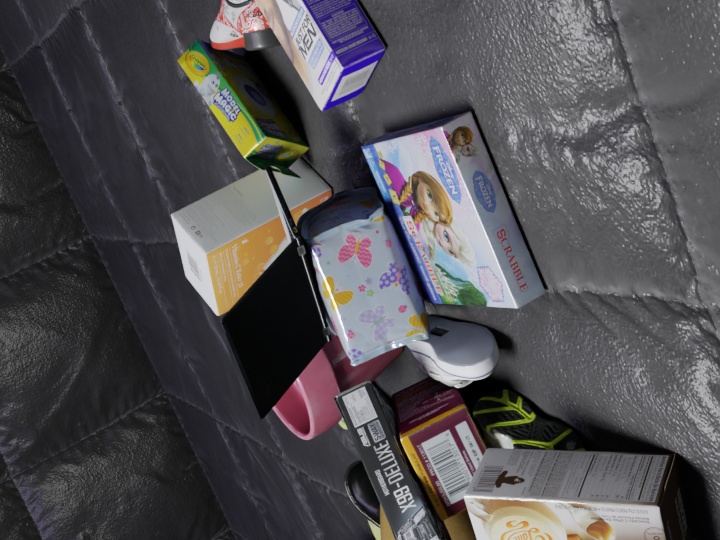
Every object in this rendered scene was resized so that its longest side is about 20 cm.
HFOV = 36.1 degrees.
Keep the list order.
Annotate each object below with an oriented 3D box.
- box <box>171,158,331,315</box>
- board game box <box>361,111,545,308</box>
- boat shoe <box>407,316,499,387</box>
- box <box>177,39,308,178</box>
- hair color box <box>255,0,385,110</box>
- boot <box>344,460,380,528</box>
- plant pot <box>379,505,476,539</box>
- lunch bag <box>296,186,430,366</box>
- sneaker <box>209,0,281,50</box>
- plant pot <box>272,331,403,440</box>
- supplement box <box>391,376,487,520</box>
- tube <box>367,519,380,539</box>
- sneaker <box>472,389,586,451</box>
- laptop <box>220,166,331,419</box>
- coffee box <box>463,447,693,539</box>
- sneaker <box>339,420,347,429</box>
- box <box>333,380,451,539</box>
[{"bbox_3d":[-0.142,-0.051,1.509,0.097,0.199,0.125,45,154,35],"label":"box"},{"bbox_3d":[0.094,-0.059,1.182,0.202,0.041,0.199,65,159,-10],"label":"board game box"},{"bbox_3d":[0.115,0.103,1.308,0.066,0.073,0.200,63,169,-16],"label":"boat shoe"},{"bbox_3d":[-0.148,-0.209,1.459,0.201,0.048,0.117,56,-159,16],"label":"box"},{"bbox_3d":[-0.059,-0.291,1.220,0.201,0.064,0.109,60,159,8],"label":"hair color box"},{"bbox_3d":[0.059,0.364,1.717,0.211,0.079,0.158,44,161,15],"label":"boot"},{"bbox_3d":[0.101,0.372,1.537,0.186,0.185,0.202,138,114,-68],"label":"plant pot"},{"bbox_3d":[0.000,0.000,1.339,0.200,0.126,0.171,-95,-15,-74],"label":"lunch bag"},{"bbox_3d":[-0.147,-0.333,1.375,0.201,0.067,0.109,-153,51,-65],"label":"sneaker"},{"bbox_3d":[-0.047,0.103,1.510,0.200,0.178,0.201,47,154,32],"label":"plant pot"},{"bbox_3d":[0.101,0.203,1.329,0.111,0.085,0.200,64,-178,-8],"label":"supplement box"},{"bbox_3d":[0.041,0.445,1.911,0.201,0.051,0.058,77,-165,-46],"label":"tube"},{"bbox_3d":[0.201,0.209,1.238,0.200,0.075,0.077,48,165,56],"label":"sneaker"},{"bbox_3d":[-0.109,0.025,1.278,0.188,0.115,0.201,77,171,-48],"label":"laptop"},{"bbox_3d":[0.217,0.247,1.095,0.198,0.080,0.115,-3,119,30],"label":"coffee box"},{"bbox_3d":[-0.026,0.174,1.693,0.200,0.075,0.106,19,133,61],"label":"sneaker"},{"bbox_3d":[0.043,0.240,1.309,0.158,0.049,0.201,56,-171,-72],"label":"box"}]
